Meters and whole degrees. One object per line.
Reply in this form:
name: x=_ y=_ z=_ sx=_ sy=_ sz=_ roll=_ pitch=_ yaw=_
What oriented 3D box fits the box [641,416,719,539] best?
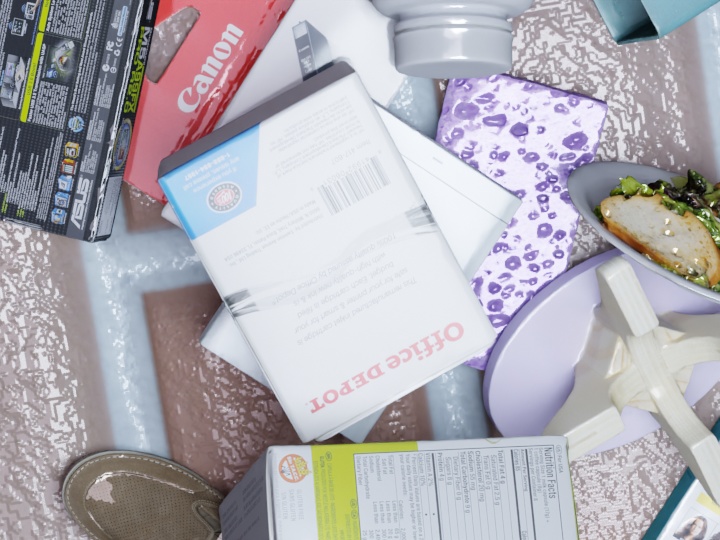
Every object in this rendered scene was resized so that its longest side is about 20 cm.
box: x=0.250 y=0.180 z=1.680 sx=0.082 sy=0.049 sz=0.200 roll=32 pitch=96 yaw=-3

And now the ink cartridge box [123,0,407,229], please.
ink cartridge box: x=-0.079 y=-0.121 z=1.652 sx=0.176 sy=0.045 sz=0.200 roll=32 pitch=95 yaw=-4

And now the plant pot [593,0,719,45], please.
plant pot: x=0.236 y=-0.258 z=1.592 sx=0.199 sy=0.141 sz=0.142 roll=-28 pitch=96 yaw=-4

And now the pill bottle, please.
pill bottle: x=0.060 y=-0.230 z=1.589 sx=0.109 sy=0.109 sz=0.201 roll=-1 pitch=85 yaw=1

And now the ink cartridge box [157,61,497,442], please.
ink cartridge box: x=-0.022 y=-0.012 z=1.577 sx=0.146 sy=0.084 sz=0.201 roll=-28 pitch=102 yaw=0

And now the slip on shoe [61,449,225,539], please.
slip on shoe: x=-0.115 y=0.188 z=1.678 sx=0.200 sy=0.061 sz=0.076 roll=31 pitch=96 yaw=-3

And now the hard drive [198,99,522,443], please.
hard drive: x=0.000 y=0.000 z=1.638 sx=0.132 sy=0.027 sz=0.200 roll=33 pitch=96 yaw=-10

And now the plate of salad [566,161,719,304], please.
plate of salad: x=0.230 y=-0.029 z=1.582 sx=0.199 sy=0.200 sz=0.048 roll=20 pitch=113 yaw=-2

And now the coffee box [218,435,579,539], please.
coffee box: x=0.026 y=0.225 z=1.559 sx=0.197 sy=0.200 sz=0.201 roll=-2 pitch=75 yaw=-13

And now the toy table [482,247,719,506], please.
toy table: x=0.188 y=0.064 z=1.618 sx=0.200 sy=0.117 sz=0.184 roll=-40 pitch=108 yaw=-1

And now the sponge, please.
sponge: x=0.093 y=-0.033 z=1.667 sx=0.111 sy=0.030 sz=0.201 roll=14 pitch=97 yaw=-1

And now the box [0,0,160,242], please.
box: x=-0.228 y=-0.133 z=1.639 sx=0.160 sy=0.044 sz=0.201 roll=13 pitch=96 yaw=10
